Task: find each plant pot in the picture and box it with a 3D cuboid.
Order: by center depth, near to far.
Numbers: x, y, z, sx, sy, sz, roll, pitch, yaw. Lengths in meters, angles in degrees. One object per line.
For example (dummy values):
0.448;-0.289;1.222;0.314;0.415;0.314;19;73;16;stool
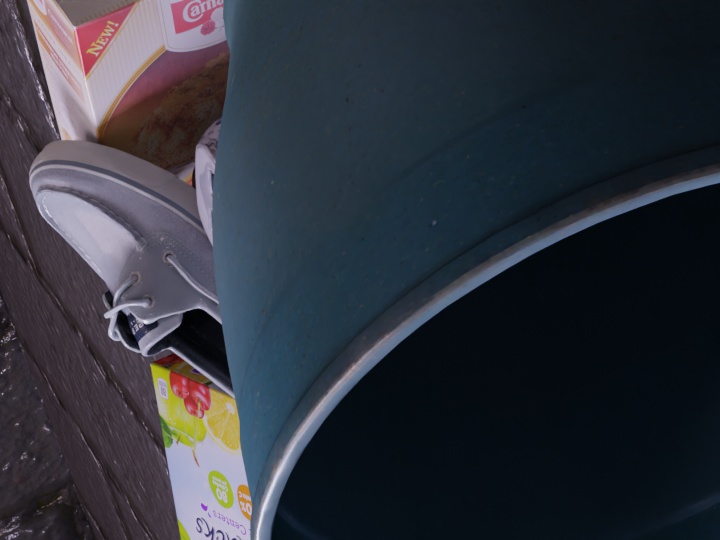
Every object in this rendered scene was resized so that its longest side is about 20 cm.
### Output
0.048;-0.023;0.448;0.201;0.199;0.189;86;168;-50;plant pot

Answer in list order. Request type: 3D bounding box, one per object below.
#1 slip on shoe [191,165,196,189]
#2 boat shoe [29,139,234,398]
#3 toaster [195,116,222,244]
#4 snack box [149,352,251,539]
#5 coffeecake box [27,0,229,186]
0.000;0.000;0.869;0.200;0.076;0.061;47;148;-7;slip on shoe
-0.089;0.012;0.832;0.200;0.072;0.070;34;145;-2;boat shoe
0.008;-0.023;0.776;0.201;0.129;0.114;58;161;22;toaster
-0.033;0.143;0.987;0.199;0.067;0.170;19;122;49;snack box
-0.084;-0.105;0.891;0.073;0.153;0.201;50;158;34;coffeecake box
